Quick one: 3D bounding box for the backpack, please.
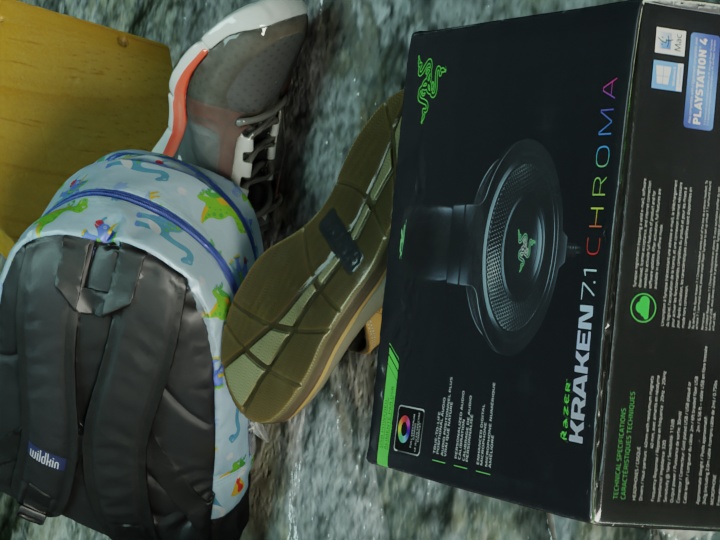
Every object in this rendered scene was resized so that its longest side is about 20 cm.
[{"bbox_3d":[-0.121,0.036,1.240,0.200,0.163,0.154,87,-153,-50],"label":"backpack"}]

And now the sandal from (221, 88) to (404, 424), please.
[{"bbox_3d":[0.000,0.000,1.119,0.200,0.054,0.080,-54,41,26],"label":"sandal"}]

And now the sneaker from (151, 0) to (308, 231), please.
[{"bbox_3d":[-0.063,-0.064,1.275,0.082,0.077,0.200,52,140,20],"label":"sneaker"}]

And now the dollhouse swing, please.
[{"bbox_3d":[-0.192,-0.023,1.435,0.176,0.181,0.201,-38,50,41],"label":"dollhouse swing"}]

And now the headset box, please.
[{"bbox_3d":[0.084,-0.003,0.863,0.200,0.092,0.175,-173,89,-67],"label":"headset box"}]
